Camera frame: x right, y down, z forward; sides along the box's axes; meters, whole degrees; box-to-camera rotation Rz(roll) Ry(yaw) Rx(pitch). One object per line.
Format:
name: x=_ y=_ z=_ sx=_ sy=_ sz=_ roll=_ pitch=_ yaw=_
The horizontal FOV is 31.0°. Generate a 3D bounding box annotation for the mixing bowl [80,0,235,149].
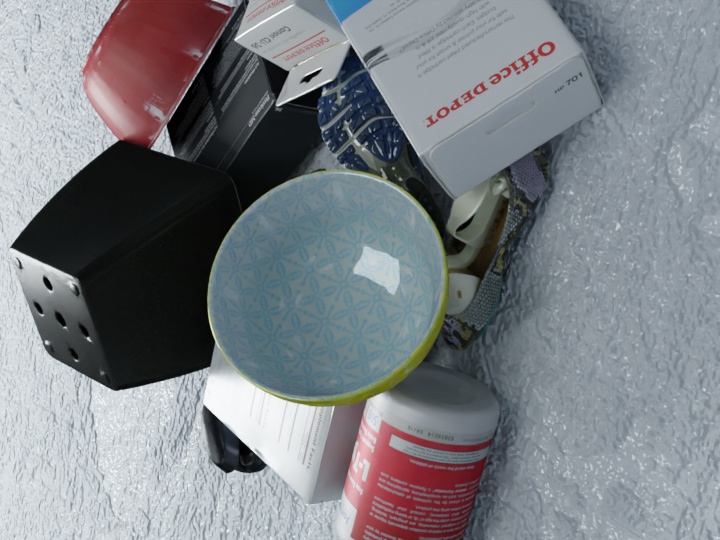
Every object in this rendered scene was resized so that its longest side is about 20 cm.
mixing bowl: x=-0.232 y=-0.228 z=1.407 sx=0.200 sy=0.108 sz=0.200 roll=-56 pitch=11 yaw=16

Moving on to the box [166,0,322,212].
box: x=-0.119 y=-0.158 z=1.355 sx=0.200 sy=0.079 sz=0.141 roll=-49 pitch=45 yaw=41

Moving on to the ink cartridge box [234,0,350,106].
ink cartridge box: x=-0.045 y=-0.260 z=1.188 sx=0.116 sy=0.067 sz=0.200 roll=-15 pitch=54 yaw=56

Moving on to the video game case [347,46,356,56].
video game case: x=0.023 y=-0.223 z=1.217 sx=0.181 sy=0.025 sz=0.200 roll=-30 pitch=66 yaw=49

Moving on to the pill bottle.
pill bottle: x=0.043 y=0.189 z=1.114 sx=0.112 sy=0.112 sz=0.200 roll=33 pitch=115 yaw=48

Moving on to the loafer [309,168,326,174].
loafer: x=0.000 y=0.000 z=1.167 sx=0.070 sy=0.068 sz=0.201 roll=-36 pitch=90 yaw=26

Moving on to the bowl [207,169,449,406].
bowl: x=-0.015 y=0.029 z=1.076 sx=0.200 sy=0.108 sz=0.200 roll=-6 pitch=66 yaw=14

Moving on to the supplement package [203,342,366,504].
supplement package: x=-0.046 y=0.120 z=1.232 sx=0.200 sy=0.114 sz=0.110 roll=33 pitch=116 yaw=47

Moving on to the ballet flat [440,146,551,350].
ballet flat: x=0.092 y=-0.020 z=1.089 sx=0.072 sy=0.072 sz=0.200 roll=46 pitch=125 yaw=43

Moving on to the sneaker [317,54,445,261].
sneaker: x=0.019 y=-0.094 z=1.162 sx=0.077 sy=0.085 sz=0.200 roll=-20 pitch=81 yaw=7

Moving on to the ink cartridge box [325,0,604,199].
ink cartridge box: x=0.079 y=-0.181 z=1.042 sx=0.146 sy=0.086 sz=0.200 roll=-32 pitch=59 yaw=7

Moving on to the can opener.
can opener: x=-0.132 y=0.124 z=1.391 sx=0.063 sy=0.079 sz=0.200 roll=-13 pitch=59 yaw=11

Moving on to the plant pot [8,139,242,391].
plant pot: x=-0.235 y=0.007 z=1.323 sx=0.200 sy=0.177 sz=0.200 roll=21 pitch=133 yaw=43
